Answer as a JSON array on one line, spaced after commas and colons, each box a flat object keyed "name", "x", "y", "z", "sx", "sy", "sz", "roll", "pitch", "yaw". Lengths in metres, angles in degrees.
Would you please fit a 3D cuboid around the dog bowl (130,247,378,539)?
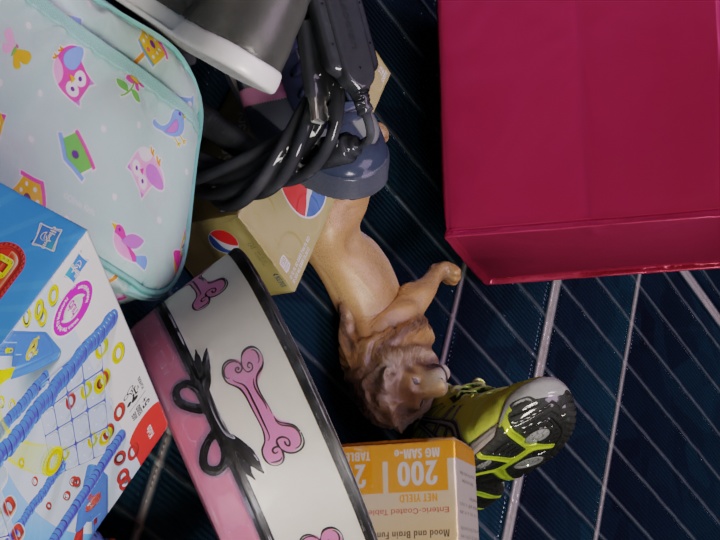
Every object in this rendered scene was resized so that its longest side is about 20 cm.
[{"name": "dog bowl", "x": -0.058, "y": 0.093, "z": 0.959, "sx": 0.200, "sy": 0.074, "sz": 0.201, "roll": 157, "pitch": -90, "yaw": -82}]

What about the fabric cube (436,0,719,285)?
[{"name": "fabric cube", "x": 0.165, "y": -0.109, "z": 1.285, "sx": 0.196, "sy": 0.199, "sz": 0.200, "roll": 44, "pitch": 43, "yaw": -74}]

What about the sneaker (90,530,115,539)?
[{"name": "sneaker", "x": -0.137, "y": 0.160, "z": 0.930, "sx": 0.200, "sy": 0.075, "sz": 0.079, "roll": -3, "pitch": 81, "yaw": -58}]

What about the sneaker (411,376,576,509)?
[{"name": "sneaker", "x": 0.073, "y": 0.103, "z": 1.180, "sx": 0.075, "sy": 0.200, "sz": 0.077, "roll": -5, "pitch": 69, "yaw": -25}]

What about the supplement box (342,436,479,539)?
[{"name": "supplement box", "x": 0.006, "y": 0.204, "z": 1.069, "sx": 0.074, "sy": 0.125, "sz": 0.201, "roll": 40, "pitch": 46, "yaw": -73}]

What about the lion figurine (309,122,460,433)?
[{"name": "lion figurine", "x": 0.000, "y": 0.000, "z": 1.190, "sx": 0.200, "sy": 0.072, "sz": 0.122, "roll": 56, "pitch": 46, "yaw": -10}]

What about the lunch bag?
[{"name": "lunch bag", "x": -0.166, "y": -0.079, "z": 0.937, "sx": 0.200, "sy": 0.077, "sz": 0.161, "roll": 36, "pitch": 54, "yaw": -48}]

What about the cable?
[{"name": "cable", "x": -0.067, "y": -0.138, "z": 1.027, "sx": 0.051, "sy": 0.163, "sz": 0.201, "roll": -4, "pitch": 74, "yaw": -52}]

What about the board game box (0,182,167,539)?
[{"name": "board game box", "x": -0.173, "y": 0.093, "z": 0.772, "sx": 0.196, "sy": 0.056, "sz": 0.200, "roll": -57, "pitch": 161, "yaw": -21}]

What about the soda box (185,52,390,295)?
[{"name": "soda box", "x": -0.049, "y": -0.076, "z": 1.125, "sx": 0.068, "sy": 0.064, "sz": 0.200, "roll": 55, "pitch": 42, "yaw": -33}]

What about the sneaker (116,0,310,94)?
[{"name": "sneaker", "x": -0.082, "y": -0.170, "z": 0.971, "sx": 0.071, "sy": 0.200, "sz": 0.099, "roll": 31, "pitch": 92, "yaw": -44}]

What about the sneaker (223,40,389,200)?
[{"name": "sneaker", "x": -0.041, "y": -0.131, "z": 1.059, "sx": 0.070, "sy": 0.082, "sz": 0.200, "roll": -18, "pitch": 57, "yaw": -27}]
